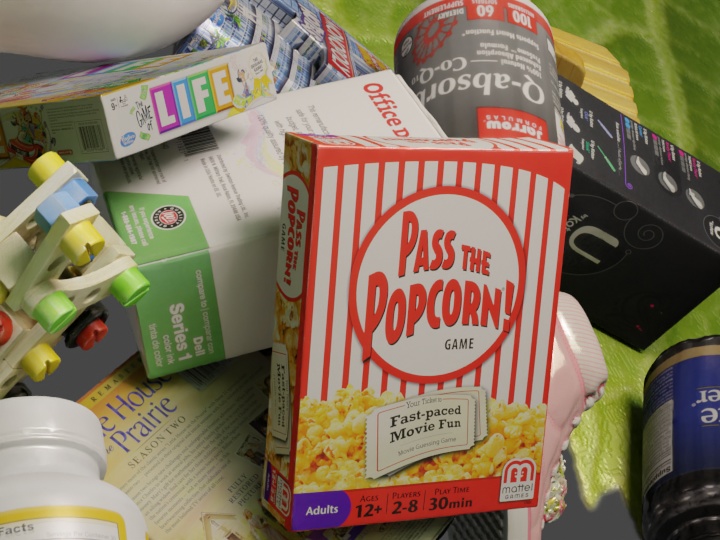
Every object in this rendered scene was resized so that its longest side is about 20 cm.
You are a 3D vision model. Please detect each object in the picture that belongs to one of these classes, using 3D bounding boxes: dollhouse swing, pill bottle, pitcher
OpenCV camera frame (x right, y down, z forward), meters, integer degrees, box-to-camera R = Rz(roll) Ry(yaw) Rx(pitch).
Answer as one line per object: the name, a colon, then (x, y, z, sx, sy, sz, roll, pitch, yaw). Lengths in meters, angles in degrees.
dollhouse swing: (0.183, -0.197, 1.231, 0.174, 0.182, 0.201, 6, 48, -10)
pill bottle: (0.082, -0.083, 0.973, 0.115, 0.116, 0.201, 18, 53, -28)
pill bottle: (0.255, 0.151, 1.017, 0.111, 0.112, 0.201, 30, 41, -16)
pitcher: (-0.191, -0.196, 0.899, 0.198, 0.122, 0.172, -13, 35, 0)
pill bottle: (-0.148, 0.165, 0.663, 0.111, 0.112, 0.201, 11, 49, -33)

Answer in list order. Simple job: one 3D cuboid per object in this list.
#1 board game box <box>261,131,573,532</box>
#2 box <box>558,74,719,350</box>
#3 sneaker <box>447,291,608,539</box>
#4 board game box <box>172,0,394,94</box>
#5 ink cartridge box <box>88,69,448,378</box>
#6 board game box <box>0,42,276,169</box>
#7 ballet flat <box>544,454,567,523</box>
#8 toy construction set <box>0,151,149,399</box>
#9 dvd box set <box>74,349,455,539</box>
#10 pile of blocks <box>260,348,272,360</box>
board game box: (0.029, 0.030, 0.762, 0.150, 0.202, 0.046, -2, 13, -25)
box: (0.182, -0.046, 1.121, 0.199, 0.122, 0.107, 27, 42, -19)
sneaker: (0.110, 0.106, 0.903, 0.104, 0.075, 0.202, -2, 88, -29)
board game box: (-0.036, -0.142, 1.028, 0.199, 0.062, 0.200, 34, 17, -19)
ink cartridge box: (-0.048, -0.033, 0.841, 0.198, 0.084, 0.145, -14, 37, -13)
board game box: (-0.166, -0.091, 0.820, 0.134, 0.199, 0.034, -30, 113, -50)
ballet flat: (0.087, 0.077, 0.979, 0.075, 0.064, 0.201, -17, 68, -48)
toy construction set: (-0.190, 0.028, 0.714, 0.093, 0.199, 0.131, 60, 10, 8)
dvd box set: (-0.062, 0.120, 0.792, 0.199, 0.029, 0.146, 36, 45, 11)
pile of blocks: (-0.033, 0.082, 0.889, 0.062, 0.082, 0.201, 67, 3, -73)
